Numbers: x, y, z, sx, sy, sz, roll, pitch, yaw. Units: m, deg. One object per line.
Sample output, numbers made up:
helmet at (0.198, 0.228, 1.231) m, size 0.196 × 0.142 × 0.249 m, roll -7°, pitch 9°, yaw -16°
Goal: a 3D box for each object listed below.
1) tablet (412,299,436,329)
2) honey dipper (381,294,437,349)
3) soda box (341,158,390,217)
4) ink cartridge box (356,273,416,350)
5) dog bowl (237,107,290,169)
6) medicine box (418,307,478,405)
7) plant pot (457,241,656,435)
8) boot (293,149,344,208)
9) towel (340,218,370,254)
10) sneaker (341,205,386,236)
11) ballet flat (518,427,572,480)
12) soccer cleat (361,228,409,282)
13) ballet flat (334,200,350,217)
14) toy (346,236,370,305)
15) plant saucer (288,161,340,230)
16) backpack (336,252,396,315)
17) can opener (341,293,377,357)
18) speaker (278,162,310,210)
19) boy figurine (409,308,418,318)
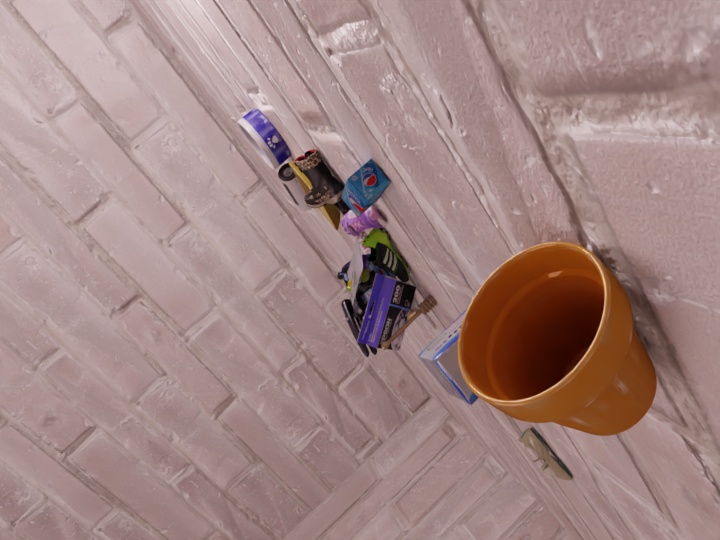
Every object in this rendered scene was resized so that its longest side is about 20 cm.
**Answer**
tablet at (0.194, 0.141, 1.999) m, size 0.131 × 0.014 × 0.200 m, roll 52°, pitch 173°, yaw -8°
honey dipper at (0.132, 0.147, 1.617) m, size 0.038 × 0.199 × 0.038 m, roll 48°, pitch 172°, yaw 9°
soda box at (0.008, -0.172, 1.243) m, size 0.064 × 0.068 × 0.200 m, roll 49°, pitch 174°, yaw 0°
ink cartridge box at (0.079, 0.122, 1.644) m, size 0.043 × 0.202 × 0.199 m, roll 15°, pitch 179°, yaw 33°
dog bowl at (-0.326, -0.446, 1.963) m, size 0.201 × 0.079 × 0.200 m, roll 49°, pitch 174°, yaw 7°
medicine box at (0.214, 0.137, 1.059) m, size 0.103 × 0.182 × 0.200 m, roll 48°, pitch 174°, yaw 4°
plant pot at (0.248, 0.100, 0.682) m, size 0.182 × 0.202 × 0.200 m, roll 35°, pitch -179°, yaw -27°
boot at (-0.129, -0.255, 1.616) m, size 0.151 × 0.073 × 0.199 m, roll 54°, pitch 158°, yaw -22°
towel at (0.007, -0.093, 1.884) m, size 0.201 × 0.030 × 0.146 m, roll 51°, pitch 175°, yaw -5°
sneaker at (0.000, -0.125, 1.484) m, size 0.081 × 0.088 × 0.200 m, roll 52°, pitch 172°, yaw -14°
ballet flat at (0.544, 0.559, 1.716) m, size 0.201 × 0.069 × 0.069 m, roll 50°, pitch 174°, yaw 1°
soccer cleat at (0.068, -0.030, 1.577) m, size 0.201 × 0.081 × 0.067 m, roll 55°, pitch 172°, yaw -36°
ballet flat at (-0.062, -0.186, 1.692) m, size 0.201 × 0.056 × 0.067 m, roll 51°, pitch 176°, yaw 33°
toy at (0.000, 0.000, 1.620) m, size 0.201 × 0.046 × 0.117 m, roll 111°, pitch 155°, yaw -55°
plant saucer at (-0.136, -0.249, 1.864) m, size 0.201 × 0.048 × 0.200 m, roll 51°, pitch 176°, yaw 26°
backpack at (0.041, 0.028, 1.750) m, size 0.185 × 0.133 × 0.200 m, roll 61°, pitch 152°, yaw 5°
can opener at (-0.006, 0.164, 1.697) m, size 0.079 × 0.062 × 0.203 m, roll 106°, pitch 150°, yaw -56°
speaker at (-0.227, -0.301, 2.101) m, size 0.081 × 0.081 × 0.201 m, roll 46°, pitch 173°, yaw 29°
boy figurine at (0.138, 0.125, 1.925) m, size 0.122 × 0.065 × 0.201 m, roll 17°, pitch 159°, yaw 15°
